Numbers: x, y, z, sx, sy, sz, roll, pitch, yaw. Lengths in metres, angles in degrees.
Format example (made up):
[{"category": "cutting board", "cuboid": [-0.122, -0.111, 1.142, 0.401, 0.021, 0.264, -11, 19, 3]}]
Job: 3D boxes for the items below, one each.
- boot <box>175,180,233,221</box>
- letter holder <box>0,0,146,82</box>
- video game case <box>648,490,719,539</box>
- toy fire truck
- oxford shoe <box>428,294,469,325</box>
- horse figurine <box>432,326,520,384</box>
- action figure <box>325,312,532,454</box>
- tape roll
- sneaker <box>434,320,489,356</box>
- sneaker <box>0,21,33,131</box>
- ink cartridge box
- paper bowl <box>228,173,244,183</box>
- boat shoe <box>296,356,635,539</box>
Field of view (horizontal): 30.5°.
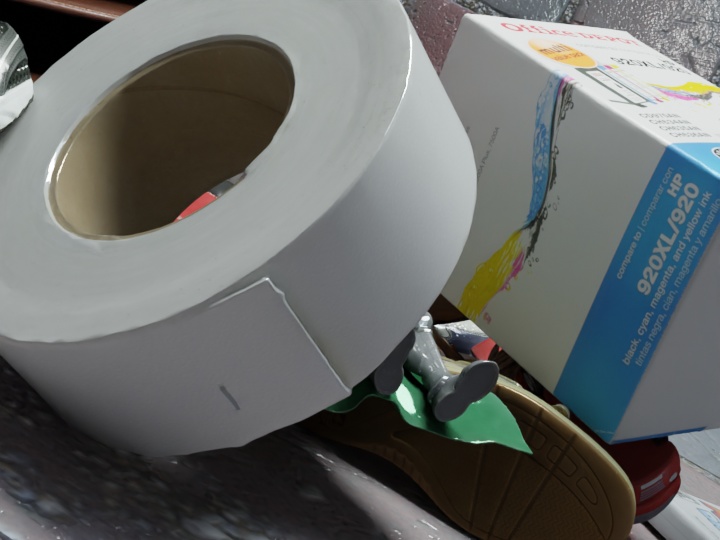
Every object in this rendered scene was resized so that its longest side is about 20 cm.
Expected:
[{"category": "boot", "cuboid": [-0.068, 0.000, 0.654, 0.200, 0.073, 0.144, 31, 24, 36]}, {"category": "letter holder", "cuboid": [-0.194, -0.168, 0.760, 0.200, 0.101, 0.142, 13, 27, -12]}, {"category": "video game case", "cuboid": [0.277, 0.200, 0.777, 0.182, 0.024, 0.200, 23, 10, -26]}, {"category": "toy fire truck", "cuboid": [0.127, 0.085, 0.810, 0.200, 0.049, 0.141, 58, -7, 39]}, {"category": "oxford shoe", "cuboid": [0.000, 0.000, 0.860, 0.200, 0.073, 0.084, 7, 3, -2]}, {"category": "horse figurine", "cuboid": [0.051, 0.060, 0.786, 0.133, 0.050, 0.200, 42, -6, -27]}, {"category": "action figure", "cuboid": [-0.001, 0.007, 0.599, 0.118, 0.055, 0.200, 28, 12, -26]}, {"category": "tape roll", "cuboid": [-0.058, -0.029, 0.512, 0.202, 0.202, 0.071, 37, -16, 47]}, {"category": "sneaker", "cuboid": [0.011, -0.004, 0.941, 0.200, 0.085, 0.077, 30, 10, 14]}, {"category": "sneaker", "cuboid": [-0.207, -0.079, 0.484, 0.080, 0.087, 0.200, 7, 20, 34]}, {"category": "ink cartridge box", "cuboid": [0.139, -0.029, 0.706, 0.147, 0.145, 0.200, -2, 33, -40]}, {"category": "paper bowl", "cuboid": [-0.097, -0.147, 0.958, 0.104, 0.201, 0.201, -2, 24, -31]}, {"category": "boat shoe", "cuboid": [0.045, 0.074, 0.653, 0.200, 0.073, 0.063, 29, 12, 15]}]
